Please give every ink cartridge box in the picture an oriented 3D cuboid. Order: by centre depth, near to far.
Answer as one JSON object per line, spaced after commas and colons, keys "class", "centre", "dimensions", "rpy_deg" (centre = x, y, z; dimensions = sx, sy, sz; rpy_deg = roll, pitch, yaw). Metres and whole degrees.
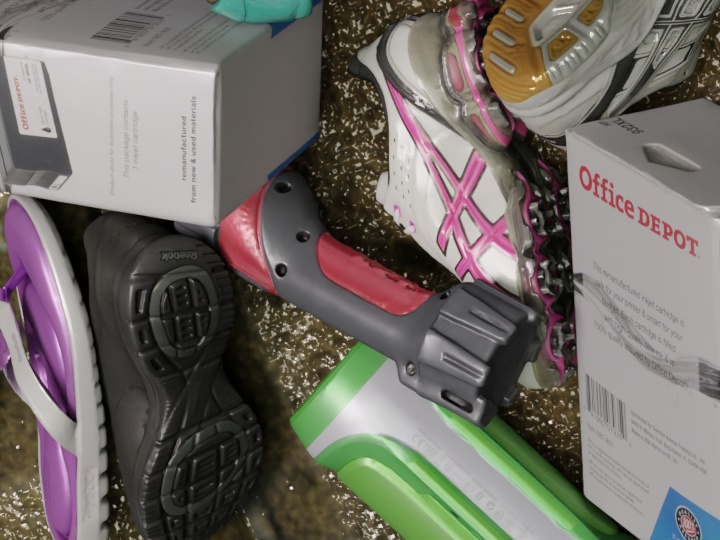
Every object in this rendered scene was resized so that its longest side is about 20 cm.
{"class": "ink cartridge box", "centre": [0.170, 0.036, 1.317], "dimensions": [0.083, 0.145, 0.201], "rpy_deg": [-14, 114, -21]}
{"class": "ink cartridge box", "centre": [-0.135, -0.096, 1.360], "dimensions": [0.199, 0.145, 0.085], "rpy_deg": [10, 113, 18]}

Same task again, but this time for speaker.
{"class": "speaker", "centre": [0.060, 0.118, 1.414], "dimensions": [0.200, 0.088, 0.089], "rpy_deg": [43, 107, 0]}

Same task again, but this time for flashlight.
{"class": "flashlight", "centre": [0.000, 0.000, 1.376], "dimensions": [0.199, 0.068, 0.068], "rpy_deg": [27, 133, 29]}

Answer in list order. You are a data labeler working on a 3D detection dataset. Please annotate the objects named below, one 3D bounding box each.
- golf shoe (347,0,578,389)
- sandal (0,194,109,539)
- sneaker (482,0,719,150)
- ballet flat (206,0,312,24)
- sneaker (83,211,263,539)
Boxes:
{"class": "golf shoe", "centre": [0.058, -0.034, 1.394], "dimensions": [0.092, 0.073, 0.201], "rpy_deg": [-16, 92, 29]}
{"class": "sandal", "centre": [-0.170, 0.062, 1.448], "dimensions": [0.050, 0.082, 0.204], "rpy_deg": [-14, 103, -25]}
{"class": "sneaker", "centre": [0.149, -0.141, 1.353], "dimensions": [0.200, 0.088, 0.076], "rpy_deg": [-40, 48, 0]}
{"class": "ballet flat", "centre": [-0.018, -0.210, 1.290], "dimensions": [0.070, 0.067, 0.201], "rpy_deg": [14, 106, -17]}
{"class": "sneaker", "centre": [-0.105, 0.056, 1.445], "dimensions": [0.076, 0.091, 0.201], "rpy_deg": [-18, 123, -28]}
